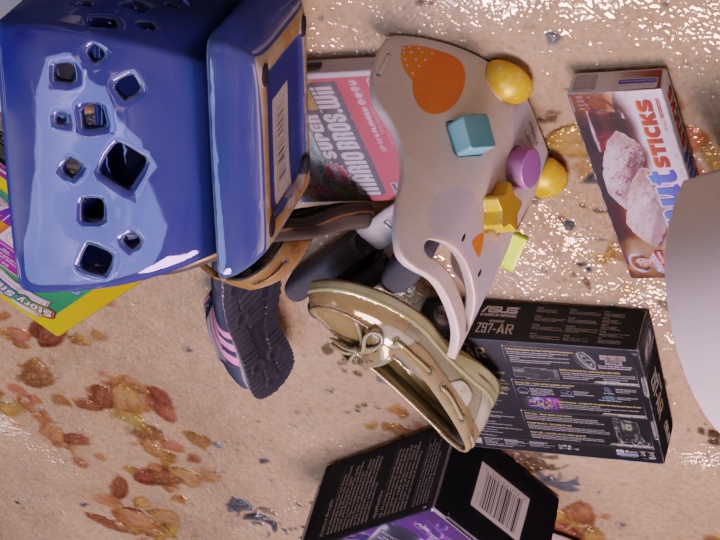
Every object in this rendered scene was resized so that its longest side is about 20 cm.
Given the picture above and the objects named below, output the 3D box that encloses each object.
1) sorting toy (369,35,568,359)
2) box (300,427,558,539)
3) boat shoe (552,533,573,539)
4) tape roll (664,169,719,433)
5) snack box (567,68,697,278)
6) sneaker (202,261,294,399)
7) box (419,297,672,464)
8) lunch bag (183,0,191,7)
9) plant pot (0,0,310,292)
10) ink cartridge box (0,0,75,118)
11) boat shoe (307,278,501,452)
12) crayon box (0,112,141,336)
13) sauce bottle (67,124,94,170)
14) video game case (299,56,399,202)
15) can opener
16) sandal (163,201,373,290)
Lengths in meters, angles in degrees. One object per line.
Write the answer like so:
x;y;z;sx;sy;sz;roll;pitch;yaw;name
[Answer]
0.071;-0.040;1.421;0.106;0.181;0.201;-1;139;26;sorting toy
0.064;0.243;1.848;0.148;0.105;0.199;38;140;-24;box
0.200;0.305;1.891;0.198;0.070;0.071;12;145;12;boat shoe
0.320;0.016;1.357;0.138;0.204;0.203;-12;134;36;tape roll
0.214;-0.069;1.448;0.071;0.024;0.201;-1;138;25;snack box
-0.112;0.027;1.689;0.082;0.070;0.201;37;149;32;sneaker
0.158;0.095;1.666;0.198;0.044;0.161;3;140;22;box
-0.120;-0.272;1.276;0.199;0.128;0.170;3;145;42;lunch bag
-0.136;-0.106;1.383;0.178;0.200;0.202;3;113;10;plant pot
-0.274;-0.210;1.463;0.114;0.068;0.201;12;143;11;ink cartridge box
0.031;0.075;1.594;0.200;0.064;0.073;38;154;-31;boat shoe
-0.291;-0.043;1.692;0.199;0.059;0.172;37;142;-21;crayon box
-0.159;-0.089;1.539;0.198;0.065;0.065;10;143;16;sauce bottle
-0.049;-0.107;1.530;0.198;0.018;0.144;0;139;26;video game case
0.000;0.000;1.596;0.053;0.067;0.200;37;141;-16;can opener
-0.074;-0.015;1.516;0.081;0.199;0.055;1;101;52;sandal
